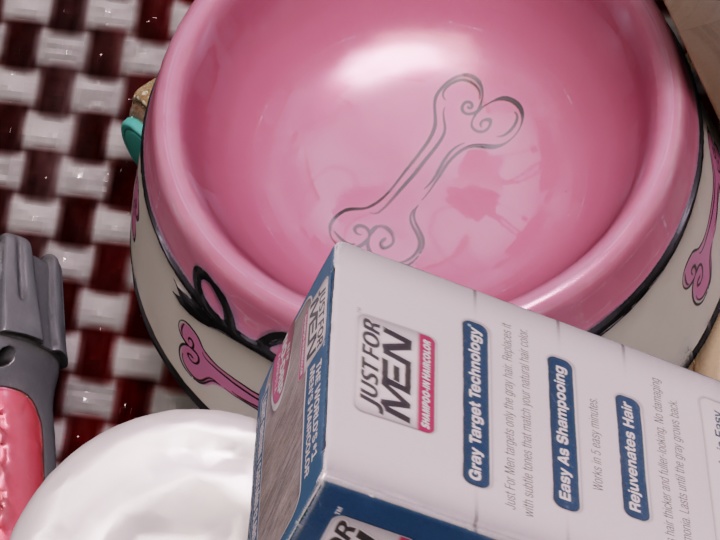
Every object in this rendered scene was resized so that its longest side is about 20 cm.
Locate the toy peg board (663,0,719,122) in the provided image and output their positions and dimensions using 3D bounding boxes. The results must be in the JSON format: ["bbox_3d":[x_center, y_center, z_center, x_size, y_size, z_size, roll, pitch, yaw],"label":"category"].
[{"bbox_3d":[0.133,-0.157,0.895,0.097,0.199,0.201,-16,62,12],"label":"toy peg board"}]

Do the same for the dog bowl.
[{"bbox_3d":[0.020,-0.034,0.899,0.199,0.074,0.201,-2,60,4],"label":"dog bowl"}]

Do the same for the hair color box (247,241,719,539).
[{"bbox_3d":[0.071,0.074,0.759,0.199,0.061,0.100,20,34,-12],"label":"hair color box"}]

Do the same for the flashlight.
[{"bbox_3d":[-0.124,0.086,0.934,0.068,0.068,0.201,5,66,-25],"label":"flashlight"}]

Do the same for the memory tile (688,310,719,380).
[{"bbox_3d":[0.127,0.106,0.914,0.152,0.017,0.202,4,93,14],"label":"memory tile"}]

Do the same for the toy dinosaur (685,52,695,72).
[{"bbox_3d":[0.201,-0.101,0.973,0.198,0.058,0.102,2,77,7],"label":"toy dinosaur"}]

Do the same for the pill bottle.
[{"bbox_3d":[-0.037,0.114,0.870,0.110,0.200,0.112,-2,76,6],"label":"pill bottle"}]

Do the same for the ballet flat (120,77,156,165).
[{"bbox_3d":[0.000,0.000,0.965,0.065,0.071,0.200,-37,78,-14],"label":"ballet flat"}]
